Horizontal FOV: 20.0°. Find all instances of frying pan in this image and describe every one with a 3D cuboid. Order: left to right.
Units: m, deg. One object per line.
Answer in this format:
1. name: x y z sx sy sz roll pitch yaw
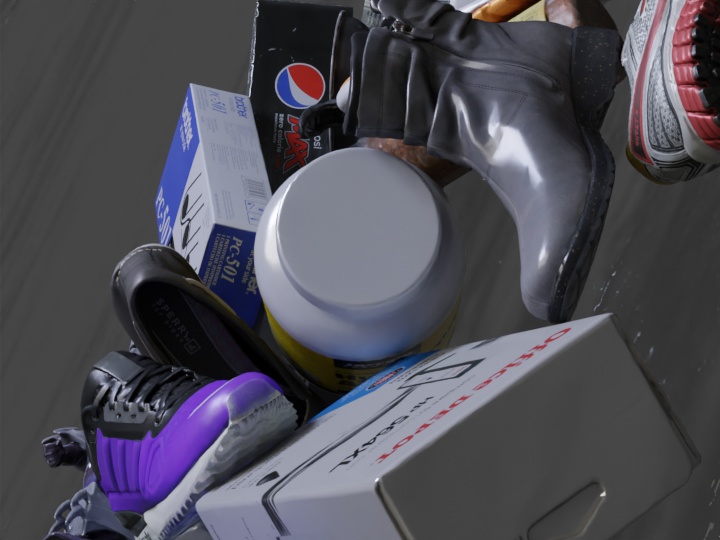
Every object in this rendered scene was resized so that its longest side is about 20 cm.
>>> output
1. frying pan: -0.009 -0.114 1.259 0.190 0.031 0.115 63 -151 -78

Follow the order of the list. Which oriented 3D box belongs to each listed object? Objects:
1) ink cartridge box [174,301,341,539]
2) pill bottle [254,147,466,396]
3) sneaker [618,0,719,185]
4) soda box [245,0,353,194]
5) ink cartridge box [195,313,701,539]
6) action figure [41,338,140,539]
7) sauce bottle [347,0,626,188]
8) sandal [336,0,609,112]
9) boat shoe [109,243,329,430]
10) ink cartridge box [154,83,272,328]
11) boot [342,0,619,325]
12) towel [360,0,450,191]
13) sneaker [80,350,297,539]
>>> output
1. ink cartridge box: -0.073 0.103 1.268 0.145 0.084 0.200 -33 35 51
2. pill bottle: 0.000 0.000 1.086 0.200 0.111 0.111 84 -150 -77
3. sneaker: 0.162 -0.129 1.018 0.082 0.078 0.200 -41 28 46
4. soda box: -0.045 -0.078 1.366 0.063 0.071 0.200 104 171 -70
5. ink cartridge box: 0.034 0.097 0.934 0.146 0.084 0.200 -33 6 -28
6. action figure: -0.145 0.107 1.219 0.130 0.069 0.200 -49 22 42
7. sauce bottle: 0.056 -0.090 1.166 0.200 0.066 0.066 -28 35 26
8. sandal: 0.068 -0.159 1.177 0.207 0.079 0.059 -27 73 15
9. boat shoe: -0.067 0.070 1.130 0.067 0.200 0.057 -40 14 1
10. ink cartridge box: -0.091 -0.031 1.263 0.200 0.044 0.094 -106 31 -60
11. boot: 0.052 -0.058 0.979 0.200 0.132 0.070 -81 5 -49
12. towel: 0.035 -0.129 1.343 0.200 0.035 0.193 -148 70 -69
13. sneaker: -0.104 0.081 1.063 0.070 0.100 0.200 -31 -8 -30
